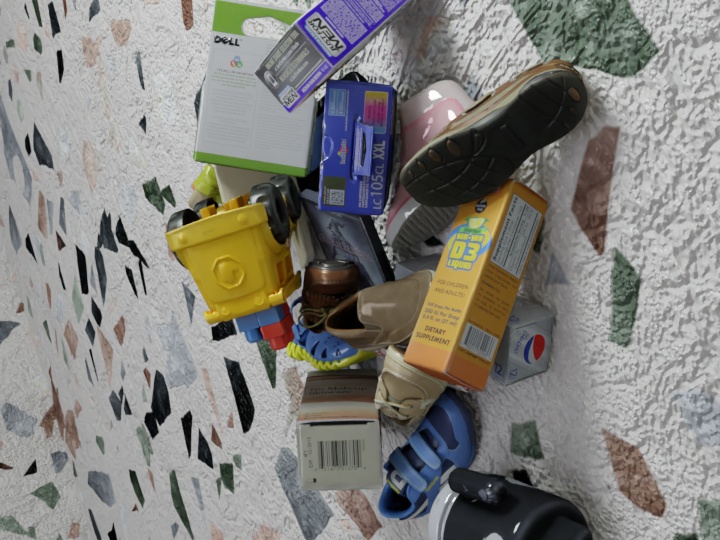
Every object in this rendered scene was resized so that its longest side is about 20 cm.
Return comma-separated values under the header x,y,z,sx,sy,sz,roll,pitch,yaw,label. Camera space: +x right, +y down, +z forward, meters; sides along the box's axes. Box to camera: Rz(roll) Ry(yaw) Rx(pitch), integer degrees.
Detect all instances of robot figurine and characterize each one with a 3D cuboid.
x,y,z,sx,sy,sz,roll,pitch,yaw,label
0.158,0.280,0.953,0.199,0.123,0.153,6,94,57,robot figurine

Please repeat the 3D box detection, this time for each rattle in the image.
x,y,z,sx,sy,sz,roll,pitch,yaw,label
-0.203,-0.124,1.485,0.200,0.141,0.132,144,144,-71,rattle

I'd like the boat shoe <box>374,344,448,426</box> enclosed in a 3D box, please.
x,y,z,sx,sy,sz,roll,pitch,yaw,label
0.050,0.134,1.009,0.072,0.065,0.200,31,169,11,boat shoe

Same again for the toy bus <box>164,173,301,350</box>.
x,y,z,sx,sy,sz,roll,pitch,yaw,label
-0.126,-0.005,1.115,0.200,0.134,0.194,-59,-50,-74,toy bus

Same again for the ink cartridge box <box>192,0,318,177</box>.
x,y,z,sx,sy,sz,roll,pitch,yaw,label
-0.123,-0.228,1.168,0.076,0.145,0.203,-93,12,-84,ink cartridge box

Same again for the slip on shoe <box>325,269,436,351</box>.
x,y,z,sx,sy,sz,roll,pitch,yaw,label
0.025,0.044,1.010,0.199,0.060,0.077,-24,53,62,slip on shoe

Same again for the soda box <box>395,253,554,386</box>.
x,y,z,sx,sy,sz,roll,pitch,yaw,label
0.117,0.047,0.998,0.199,0.063,0.069,30,126,51,soda box

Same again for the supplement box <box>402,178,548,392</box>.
x,y,z,sx,sy,sz,roll,pitch,yaw,label
0.114,0.010,0.903,0.066,0.068,0.202,10,75,50,supplement box

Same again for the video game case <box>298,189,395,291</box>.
x,y,z,sx,sy,sz,roll,pitch,yaw,label
0.000,0.000,1.138,0.142,0.019,0.202,24,144,53,video game case

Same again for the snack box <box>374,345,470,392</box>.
x,y,z,sx,sy,sz,roll,pitch,yaw,label
0.061,0.098,1.069,0.072,0.024,0.200,41,167,-17,snack box

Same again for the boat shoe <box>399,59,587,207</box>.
x,y,z,sx,sy,sz,roll,pitch,yaw,label
0.128,-0.131,0.879,0.199,0.074,0.076,-29,116,28,boat shoe

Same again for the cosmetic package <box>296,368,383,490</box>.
x,y,z,sx,sy,sz,roll,pitch,yaw,label
-0.023,0.193,1.145,0.200,0.102,0.089,-95,3,-80,cosmetic package

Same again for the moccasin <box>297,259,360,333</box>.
x,y,z,sx,sy,sz,roll,pitch,yaw,label
-0.043,0.036,1.128,0.201,0.073,0.079,134,137,-68,moccasin

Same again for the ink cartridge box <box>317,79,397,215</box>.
x,y,z,sx,sy,sz,roll,pitch,yaw,label
-0.002,-0.136,1.009,0.200,0.075,0.139,-63,-23,-79,ink cartridge box

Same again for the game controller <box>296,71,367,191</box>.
x,y,z,sx,sy,sz,roll,pitch,yaw,label
-0.038,-0.176,1.197,0.199,0.042,0.106,-29,75,56,game controller

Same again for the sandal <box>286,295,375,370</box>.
x,y,z,sx,sy,sz,roll,pitch,yaw,label
-0.049,0.084,1.259,0.199,0.079,0.088,6,106,55,sandal

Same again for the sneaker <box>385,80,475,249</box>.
x,y,z,sx,sy,sz,roll,pitch,yaw,label
0.072,-0.120,1.012,0.105,0.075,0.201,61,141,28,sneaker

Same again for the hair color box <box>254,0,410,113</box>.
x,y,z,sx,sy,sz,roll,pitch,yaw,label
-0.014,-0.265,0.985,0.065,0.200,0.109,48,148,-7,hair color box

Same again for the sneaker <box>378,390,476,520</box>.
x,y,z,sx,sy,sz,roll,pitch,yaw,label
0.078,0.231,1.101,0.074,0.081,0.202,49,136,40,sneaker

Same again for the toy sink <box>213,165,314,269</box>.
x,y,z,sx,sy,sz,roll,pitch,yaw,label
-0.144,-0.094,1.285,0.130,0.110,0.203,133,123,-80,toy sink
